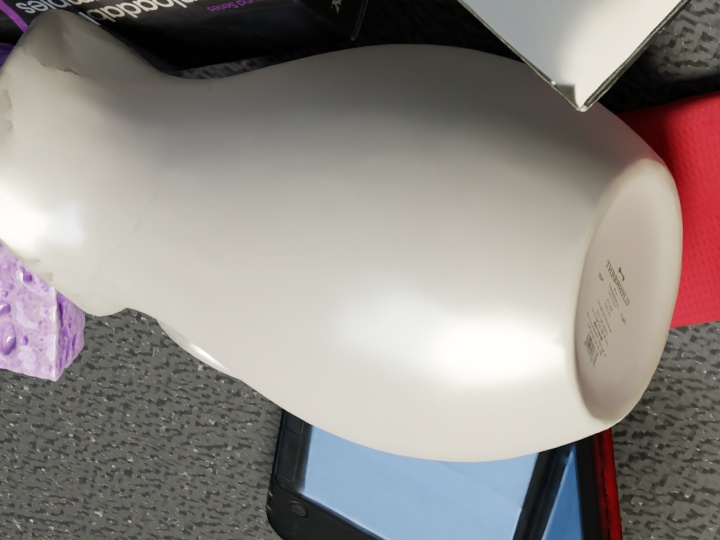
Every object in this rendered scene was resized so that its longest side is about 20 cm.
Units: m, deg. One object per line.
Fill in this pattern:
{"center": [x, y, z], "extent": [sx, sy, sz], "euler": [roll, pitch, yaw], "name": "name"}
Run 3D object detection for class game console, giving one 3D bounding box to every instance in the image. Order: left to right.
{"center": [0.025, 0.110, 1.050], "extent": [0.172, 0.119, 0.201], "euler": [28, 144, 12], "name": "game console"}

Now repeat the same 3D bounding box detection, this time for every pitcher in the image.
{"center": [0.000, 0.000, 0.928], "extent": [0.199, 0.122, 0.172], "euler": [12, 157, 28], "name": "pitcher"}

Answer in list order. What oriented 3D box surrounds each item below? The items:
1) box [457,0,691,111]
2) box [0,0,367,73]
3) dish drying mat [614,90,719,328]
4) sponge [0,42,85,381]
{"center": [0.026, -0.165, 0.671], "extent": [0.200, 0.149, 0.124], "euler": [41, 117, -6], "name": "box"}
{"center": [-0.111, -0.118, 0.908], "extent": [0.142, 0.036, 0.200], "euler": [-5, 154, 45], "name": "box"}
{"center": [0.114, -0.021, 0.910], "extent": [0.199, 0.018, 0.077], "euler": [-12, 121, 49], "name": "dish drying mat"}
{"center": [-0.188, -0.037, 1.019], "extent": [0.199, 0.030, 0.112], "euler": [13, 123, 17], "name": "sponge"}
